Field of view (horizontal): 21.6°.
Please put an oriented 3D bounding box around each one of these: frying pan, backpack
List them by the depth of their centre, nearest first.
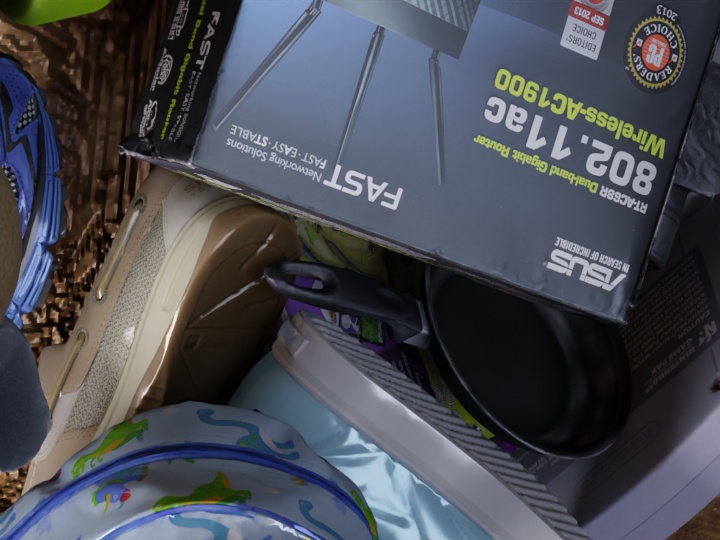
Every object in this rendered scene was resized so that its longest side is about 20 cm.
[{"bbox_3d":[-0.074,0.142,0.668,0.163,0.154,0.200,38,98,-19],"label":"backpack"},{"bbox_3d":[0.043,0.035,0.755,0.190,0.031,0.115,-17,75,-48],"label":"frying pan"}]

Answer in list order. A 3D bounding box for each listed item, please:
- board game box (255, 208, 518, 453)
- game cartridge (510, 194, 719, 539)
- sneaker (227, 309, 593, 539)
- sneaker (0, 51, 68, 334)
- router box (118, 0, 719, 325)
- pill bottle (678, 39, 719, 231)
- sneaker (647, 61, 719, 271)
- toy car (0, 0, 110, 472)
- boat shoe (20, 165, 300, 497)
[{"bbox_3d":[0.000,0.000,0.790,0.120,0.032,0.201,-26,101,-40],"label":"board game box"},{"bbox_3d":[0.117,0.063,0.829,0.040,0.134,0.200,36,117,-19],"label":"game cartridge"},{"bbox_3d":[0.026,0.103,0.742,0.200,0.074,0.082,40,99,-11],"label":"sneaker"},{"bbox_3d":[-0.165,0.014,0.649,0.078,0.075,0.201,27,82,-41],"label":"sneaker"},{"bbox_3d":[0.030,-0.080,0.687,0.199,0.062,0.151,19,88,-29],"label":"router box"},{"bbox_3d":[0.188,-0.065,0.930,0.199,0.110,0.111,-12,111,-41],"label":"pill bottle"},{"bbox_3d":[0.090,-0.072,0.790,0.199,0.060,0.105,28,79,-20],"label":"sneaker"},{"bbox_3d":[-0.158,-0.020,0.575,0.164,0.158,0.201,-19,111,-29],"label":"toy car"},{"bbox_3d":[-0.093,0.051,0.735,0.072,0.065,0.201,4,118,-50],"label":"boat shoe"}]
